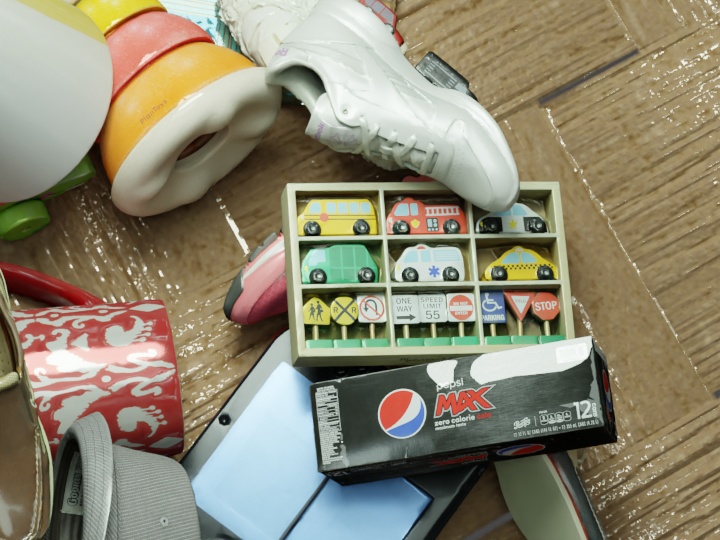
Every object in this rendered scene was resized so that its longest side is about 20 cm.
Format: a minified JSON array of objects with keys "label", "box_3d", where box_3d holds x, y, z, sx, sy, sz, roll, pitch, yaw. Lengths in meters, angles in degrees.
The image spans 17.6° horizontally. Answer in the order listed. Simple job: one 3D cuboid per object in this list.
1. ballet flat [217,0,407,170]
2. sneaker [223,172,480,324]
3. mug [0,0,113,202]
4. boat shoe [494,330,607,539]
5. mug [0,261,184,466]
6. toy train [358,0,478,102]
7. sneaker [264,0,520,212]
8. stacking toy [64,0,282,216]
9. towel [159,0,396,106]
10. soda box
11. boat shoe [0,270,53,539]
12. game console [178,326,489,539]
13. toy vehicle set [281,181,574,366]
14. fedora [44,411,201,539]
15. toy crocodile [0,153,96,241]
[{"label":"ballet flat","box_3d":[-0.030,-0.145,1.664,0.200,0.072,0.072,40,77,3]},{"label":"sneaker","box_3d":[0.000,0.000,1.644,0.199,0.074,0.087,-26,70,-12]},{"label":"mug","box_3d":[-0.276,-0.154,1.564,0.149,0.153,0.187,-40,59,11]},{"label":"boat shoe","box_3d":[0.124,0.119,1.636,0.062,0.071,0.201,-19,72,-34]},{"label":"mug","box_3d":[-0.229,0.065,1.595,0.198,0.133,0.179,-7,78,-9]},{"label":"toy train","box_3d":[0.006,-0.176,1.700,0.200,0.034,0.046,40,73,4]},{"label":"sneaker","box_3d":[0.020,-0.097,1.594,0.200,0.075,0.100,40,60,14]},{"label":"stacking toy","box_3d":[-0.163,-0.153,1.649,0.146,0.146,0.200,-35,76,-11]},{"label":"towel","box_3d":[-0.073,-0.197,1.725,0.198,0.022,0.148,10,77,-3]},{"label":"soda box","box_3d":[0.070,0.096,1.571,0.198,0.071,0.064,-10,75,12]},{"label":"boat shoe","box_3d":[-0.243,0.083,1.486,0.074,0.075,0.204,-14,82,-14]},{"label":"game console","box_3d":[-0.032,0.153,1.623,0.176,0.031,0.201,35,77,14]},{"label":"toy vehicle set","box_3d":[0.047,0.002,1.611,0.198,0.027,0.125,-1,72,-14]},{"label":"fedora","box_3d":[-0.154,0.195,1.495,0.089,0.177,0.202,8,69,-16]},{"label":"toy crocodile","box_3d":[-0.285,-0.049,1.651,0.198,0.062,0.068,-19,78,-9]}]
